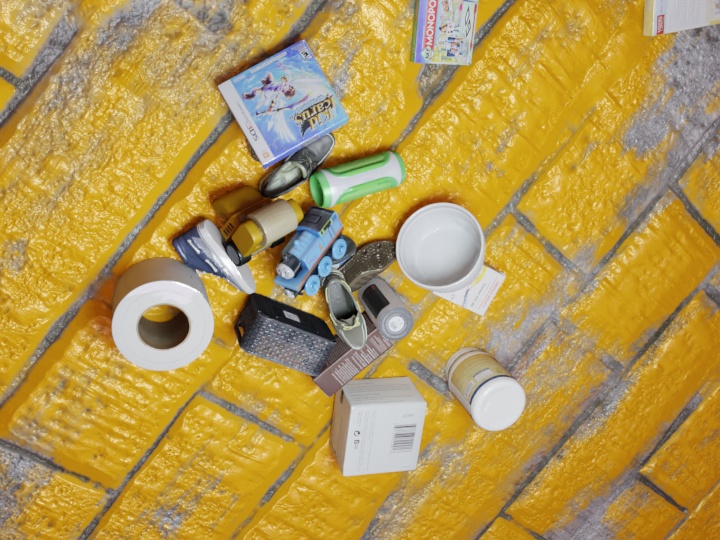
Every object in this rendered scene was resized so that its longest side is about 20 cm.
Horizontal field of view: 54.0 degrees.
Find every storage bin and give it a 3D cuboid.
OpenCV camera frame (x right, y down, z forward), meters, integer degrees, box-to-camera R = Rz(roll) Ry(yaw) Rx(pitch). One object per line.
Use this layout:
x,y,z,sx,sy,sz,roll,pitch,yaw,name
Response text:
-0.169,0.142,1.579,0.200,0.135,0.094,24,102,-25,storage bin

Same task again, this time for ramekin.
0.188,-0.043,1.598,0.200,0.200,0.105,-45,157,3,ramekin

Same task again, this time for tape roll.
-0.414,0.089,1.474,0.202,0.139,0.203,-7,113,-15,tape roll

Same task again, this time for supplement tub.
0.305,0.290,1.764,0.144,0.200,0.145,-7,113,-16,supplement tub

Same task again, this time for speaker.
0.054,0.085,1.597,0.081,0.200,0.081,-4,109,-12,speaker
-0.005,-0.197,1.513,0.199,0.088,0.089,-19,116,-23,speaker

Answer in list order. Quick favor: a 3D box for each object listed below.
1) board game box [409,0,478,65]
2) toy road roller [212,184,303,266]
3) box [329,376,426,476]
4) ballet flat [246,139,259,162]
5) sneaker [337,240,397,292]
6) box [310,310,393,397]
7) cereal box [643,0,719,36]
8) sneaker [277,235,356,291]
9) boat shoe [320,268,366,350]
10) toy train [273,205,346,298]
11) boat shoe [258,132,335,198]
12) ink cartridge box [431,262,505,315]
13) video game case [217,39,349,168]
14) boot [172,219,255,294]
0.179,-0.539,1.485,0.134,0.029,0.201,-4,112,-18,board game box
-0.222,-0.110,1.434,0.123,0.200,0.146,-32,91,-30,toy road roller
0.041,0.383,1.751,0.199,0.131,0.200,0,111,-18,box
-0.144,-0.296,1.456,0.200,0.068,0.075,-28,108,-2,ballet flat
0.000,0.000,1.627,0.200,0.076,0.071,-31,74,-9,sneaker
-0.029,0.196,1.669,0.200,0.100,0.075,-37,118,-1,box
0.752,-0.633,1.636,0.199,0.040,0.144,-13,114,-13,cereal box
-0.098,-0.013,1.589,0.200,0.076,0.077,-29,155,-15,sneaker
-0.034,0.096,1.557,0.072,0.060,0.202,-22,111,-3,boat shoe
-0.108,-0.037,1.484,0.200,0.087,0.114,-55,140,-26,toy train
-0.127,-0.218,1.488,0.201,0.066,0.072,-40,116,-1,boat shoe
0.269,0.031,1.722,0.200,0.068,0.117,24,101,-25,ink cartridge box
-0.152,-0.331,1.405,0.200,0.045,0.182,-30,91,-5,video game case
-0.312,-0.015,1.516,0.090,0.073,0.200,-26,120,13,boot
